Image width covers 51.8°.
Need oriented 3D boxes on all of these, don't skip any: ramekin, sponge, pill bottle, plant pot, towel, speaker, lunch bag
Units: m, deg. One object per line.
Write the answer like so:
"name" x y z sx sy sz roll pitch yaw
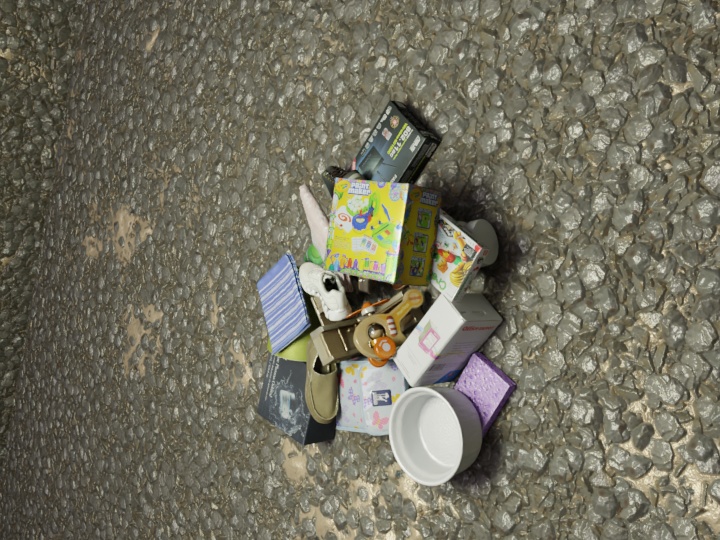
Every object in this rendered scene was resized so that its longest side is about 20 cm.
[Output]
"ramekin" 0.163 0.343 1.573 0.198 0.097 0.205 1 92 43
"sponge" 0.240 0.288 1.586 0.111 0.030 0.202 43 118 36
"pill bottle" 0.188 -0.040 1.587 0.198 0.113 0.116 -15 79 42
"plant pot" -0.133 0.097 1.827 0.185 0.185 0.204 16 107 42
"towel" -0.188 0.077 1.766 0.144 0.024 0.203 -40 54 33
"towel" -0.080 -0.070 1.697 0.201 0.032 0.192 58 167 37
"speaker" -0.056 -0.075 1.844 0.200 0.088 0.089 -45 60 34
"lunch bag" 0.032 0.286 1.720 0.198 0.126 0.173 -3 90 44

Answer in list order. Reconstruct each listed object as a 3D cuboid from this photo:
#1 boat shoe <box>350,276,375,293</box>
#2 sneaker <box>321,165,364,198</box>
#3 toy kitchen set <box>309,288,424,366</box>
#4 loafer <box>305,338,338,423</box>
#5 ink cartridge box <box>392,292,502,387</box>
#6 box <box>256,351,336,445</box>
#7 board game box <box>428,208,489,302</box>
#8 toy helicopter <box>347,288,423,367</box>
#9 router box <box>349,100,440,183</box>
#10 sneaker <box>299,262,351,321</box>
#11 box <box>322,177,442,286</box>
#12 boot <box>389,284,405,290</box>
"boat shoe" 0.000 0.000 1.723 0.072 0.200 0.076 0 110 3
"sneaker" -0.051 -0.216 1.782 0.107 0.074 0.200 61 163 9
"toy kitchen set" -0.001 0.092 1.694 0.180 0.198 0.165 -36 73 37
"loafer" -0.090 0.253 1.718 0.067 0.075 0.204 154 109 -69
"ink cartridge box" 0.184 0.144 1.565 0.201 0.143 0.085 -54 54 28
"box" -0.149 0.309 1.904 0.198 0.116 0.200 22 104 41
"board game box" 0.160 -0.046 1.511 0.200 0.034 0.128 44 116 37
"toy helicopter" 0.061 0.105 1.633 0.132 0.200 0.079 44 155 8
"router box" 0.077 -0.269 1.734 0.150 0.062 0.201 51 122 31
"sneaker" -0.082 0.028 1.685 0.200 0.074 0.082 44 150 45
"box" 0.043 -0.080 1.514 0.198 0.121 0.197 12 94 42
"boot" 0.069 -0.050 1.673 0.076 0.154 0.203 37 114 37
